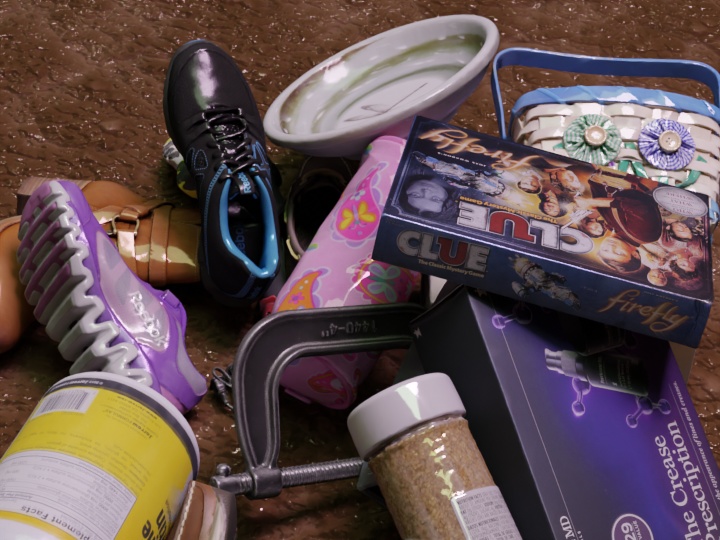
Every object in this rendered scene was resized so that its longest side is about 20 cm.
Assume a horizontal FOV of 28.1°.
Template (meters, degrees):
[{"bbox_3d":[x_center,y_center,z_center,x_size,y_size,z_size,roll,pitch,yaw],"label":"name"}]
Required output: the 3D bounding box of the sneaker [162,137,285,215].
[{"bbox_3d":[-0.112,-0.084,1.200,0.074,0.085,0.200,-42,22,11],"label":"sneaker"}]

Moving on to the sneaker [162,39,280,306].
[{"bbox_3d":[-0.092,-0.077,1.056,0.073,0.082,0.201,-12,85,-21],"label":"sneaker"}]

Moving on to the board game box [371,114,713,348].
[{"bbox_3d":[0.116,-0.028,0.891,0.199,0.035,0.136,15,33,2],"label":"board game box"}]

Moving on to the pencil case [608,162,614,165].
[{"bbox_3d":[0.108,-0.055,1.161,0.199,0.086,0.084,-6,74,-8],"label":"pencil case"}]

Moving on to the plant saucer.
[{"bbox_3d":[0.022,-0.135,1.137,0.199,0.050,0.200,-21,26,10],"label":"plant saucer"}]

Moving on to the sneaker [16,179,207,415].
[{"bbox_3d":[-0.169,0.028,1.005,0.088,0.080,0.201,-17,77,-41],"label":"sneaker"}]

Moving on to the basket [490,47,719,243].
[{"bbox_3d":[0.186,-0.084,1.046,0.175,0.139,0.201,2,47,-1],"label":"basket"}]

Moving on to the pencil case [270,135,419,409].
[{"bbox_3d":[0.000,0.000,1.028,0.087,0.088,0.200,18,59,17],"label":"pencil case"}]

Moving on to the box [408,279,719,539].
[{"bbox_3d":[0.133,0.101,0.891,0.141,0.079,0.201,-11,72,-29],"label":"box"}]

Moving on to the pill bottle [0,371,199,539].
[{"bbox_3d":[-0.179,0.161,0.846,0.112,0.112,0.200,13,40,11],"label":"pill bottle"}]

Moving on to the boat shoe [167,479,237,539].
[{"bbox_3d":[-0.116,0.208,0.757,0.074,0.076,0.201,14,75,2],"label":"boat shoe"}]

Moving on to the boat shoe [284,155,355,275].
[{"bbox_3d":[-0.028,-0.044,1.155,0.071,0.060,0.200,2,39,0],"label":"boat shoe"}]

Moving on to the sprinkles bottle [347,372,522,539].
[{"bbox_3d":[0.060,0.160,0.822,0.068,0.068,0.201,-16,70,-24],"label":"sprinkles bottle"}]

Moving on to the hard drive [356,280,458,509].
[{"bbox_3d":[0.090,0.089,0.945,0.135,0.042,0.200,34,54,-9],"label":"hard drive"}]

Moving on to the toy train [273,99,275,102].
[{"bbox_3d":[-0.014,-0.125,1.235,0.046,0.034,0.200,-26,29,-29],"label":"toy train"}]

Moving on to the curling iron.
[{"bbox_3d":[-0.075,0.033,1.081,0.049,0.026,0.200,10,39,0],"label":"curling iron"}]

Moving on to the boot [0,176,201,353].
[{"bbox_3d":[-0.198,0.002,1.085,0.155,0.077,0.200,10,32,0],"label":"boot"}]

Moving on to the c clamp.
[{"bbox_3d":[-0.014,0.106,0.942,0.199,0.172,0.027,-10,1,-31],"label":"c clamp"}]

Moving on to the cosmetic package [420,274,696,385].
[{"bbox_3d":[0.146,0.025,1.077,0.199,0.071,0.105,2,38,-2],"label":"cosmetic package"}]
